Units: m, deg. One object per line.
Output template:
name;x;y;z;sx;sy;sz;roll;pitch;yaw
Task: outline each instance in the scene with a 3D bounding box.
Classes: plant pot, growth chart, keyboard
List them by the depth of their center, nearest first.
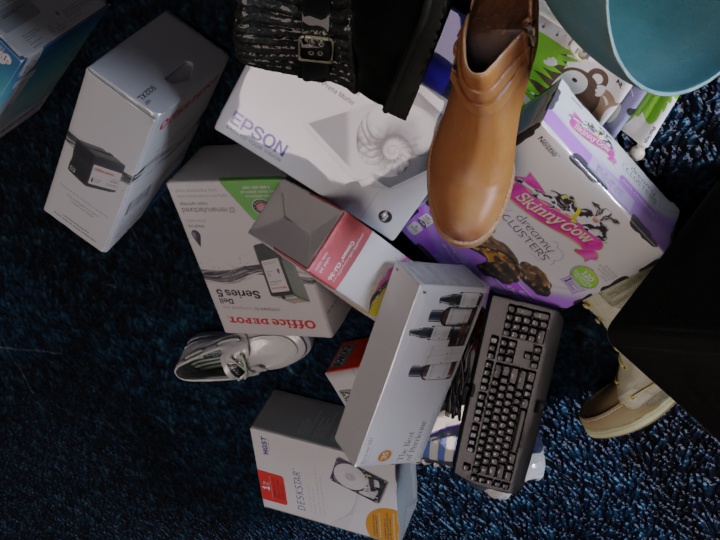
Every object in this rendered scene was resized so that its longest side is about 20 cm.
plant pot;0.192;-0.240;0.630;0.135;0.198;0.202;39;146;44
plant pot;0.352;0.041;0.698;0.199;0.201;0.177;41;172;-9
growth chart;0.178;-0.170;0.788;0.198;0.018;0.146;23;133;10
keyboard;0.126;0.123;0.882;0.103;0.040;0.203;14;108;15

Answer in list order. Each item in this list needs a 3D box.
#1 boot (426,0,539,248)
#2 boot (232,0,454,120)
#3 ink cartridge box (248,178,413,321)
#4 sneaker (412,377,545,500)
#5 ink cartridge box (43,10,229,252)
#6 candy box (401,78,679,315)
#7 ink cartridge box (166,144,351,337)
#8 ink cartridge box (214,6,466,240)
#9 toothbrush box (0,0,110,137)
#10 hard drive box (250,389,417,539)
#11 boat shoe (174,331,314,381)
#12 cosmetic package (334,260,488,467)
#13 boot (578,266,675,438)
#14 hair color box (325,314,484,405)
boot;0.089;-0.122;0.681;0.073;0.155;0.203;9;87;6
boot;-0.011;-0.208;0.668;0.156;0.080;0.212;22;142;-1
ink cartridge box;0.000;0.000;0.897;0.199;0.068;0.116;35;177;-40
sneaker;0.101;0.201;0.989;0.198;0.081;0.148;-20;109;29
ink cartridge box;-0.229;-0.140;0.928;0.083;0.146;0.200;35;133;-2
candy box;0.159;-0.049;0.843;0.168;0.072;0.199;43;137;-12
ink cartridge box;-0.101;-0.030;0.991;0.144;0.084;0.202;1;126;26
ink cartridge box;0.001;-0.155;0.791;0.198;0.041;0.201;31;119;-6
toothbrush box;-0.367;-0.216;0.939;0.085;0.147;0.200;44;133;-10
hard drive box;-0.031;0.255;1.186;0.197;0.077;0.157;10;129;20
boat shoe;-0.146;0.109;1.136;0.198;0.067;0.074;-16;118;35
cosmetic package;0.046;0.092;0.868;0.082;0.051;0.202;3;117;-30
boot;0.259;0.070;0.899;0.154;0.072;0.200;42;127;-10
hair color box;0.069;0.121;1.041;0.198;0.061;0.102;-13;119;33
